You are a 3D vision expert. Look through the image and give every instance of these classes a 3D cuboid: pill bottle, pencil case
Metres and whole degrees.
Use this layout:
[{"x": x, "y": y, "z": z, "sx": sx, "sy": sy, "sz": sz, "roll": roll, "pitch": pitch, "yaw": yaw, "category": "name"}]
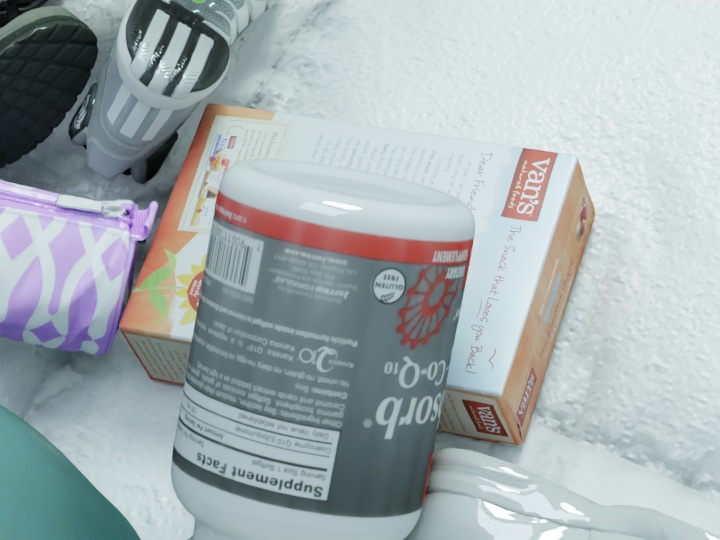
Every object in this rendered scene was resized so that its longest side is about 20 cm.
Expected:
[{"x": -0.021, "y": 0.058, "z": 1.198, "sx": 0.116, "sy": 0.116, "sz": 0.200, "roll": 14, "pitch": 100, "yaw": 23, "category": "pill bottle"}, {"x": -0.201, "y": -0.017, "z": 1.316, "sx": 0.200, "sy": 0.086, "sz": 0.084, "roll": 12, "pitch": 47, "yaw": -12, "category": "pencil case"}]

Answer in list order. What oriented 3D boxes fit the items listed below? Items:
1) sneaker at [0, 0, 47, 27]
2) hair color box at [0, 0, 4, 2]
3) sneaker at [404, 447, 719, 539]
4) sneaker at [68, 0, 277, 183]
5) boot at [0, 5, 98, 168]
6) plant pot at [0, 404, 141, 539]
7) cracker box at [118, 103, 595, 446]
[{"x": -0.182, "y": -0.213, "z": 1.506, "sx": 0.083, "sy": 0.072, "sz": 0.200, "roll": 5, "pitch": 58, "yaw": 57, "category": "sneaker"}, {"x": -0.199, "y": -0.176, "z": 1.381, "sx": 0.200, "sy": 0.061, "sz": 0.102, "roll": -15, "pitch": 25, "yaw": 7, "category": "hair color box"}, {"x": 0.108, "y": 0.147, "z": 1.190, "sx": 0.200, "sy": 0.075, "sz": 0.089, "roll": 15, "pitch": 76, "yaw": 30, "category": "sneaker"}, {"x": -0.106, "y": -0.112, "z": 1.404, "sx": 0.075, "sy": 0.116, "sz": 0.200, "roll": 32, "pitch": 32, "yaw": -4, "category": "sneaker"}, {"x": -0.232, "y": -0.098, "z": 1.396, "sx": 0.200, "sy": 0.068, "sz": 0.131, "roll": -42, "pitch": 55, "yaw": 20, "category": "boot"}, {"x": -0.208, "y": 0.139, "z": 1.218, "sx": 0.200, "sy": 0.161, "sz": 0.201, "roll": -8, "pitch": 57, "yaw": 12, "category": "plant pot"}, {"x": 0.000, "y": 0.000, "z": 1.311, "sx": 0.200, "sy": 0.058, "sz": 0.134, "roll": 9, "pitch": 62, "yaw": 22, "category": "cracker box"}]
